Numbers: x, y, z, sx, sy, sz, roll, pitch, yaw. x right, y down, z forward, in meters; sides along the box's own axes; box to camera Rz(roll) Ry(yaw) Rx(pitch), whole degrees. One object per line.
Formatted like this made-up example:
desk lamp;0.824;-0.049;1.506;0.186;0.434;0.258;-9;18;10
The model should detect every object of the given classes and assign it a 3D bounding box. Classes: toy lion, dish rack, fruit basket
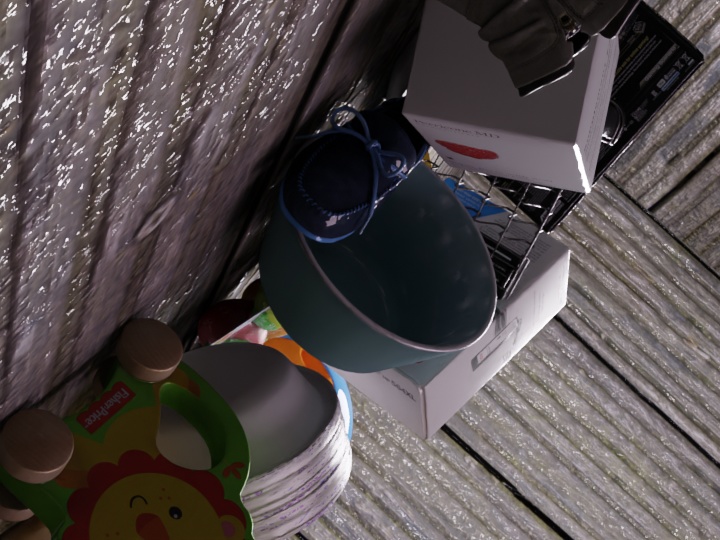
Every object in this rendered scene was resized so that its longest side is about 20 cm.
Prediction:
toy lion;-0.139;0.151;0.798;0.069;0.191;0.200;-50;177;38
dish rack;0.109;-0.083;1.009;0.054;0.153;0.201;-7;127;-64
fruit basket;-0.092;0.048;1.139;0.200;0.094;0.185;-40;-179;-14

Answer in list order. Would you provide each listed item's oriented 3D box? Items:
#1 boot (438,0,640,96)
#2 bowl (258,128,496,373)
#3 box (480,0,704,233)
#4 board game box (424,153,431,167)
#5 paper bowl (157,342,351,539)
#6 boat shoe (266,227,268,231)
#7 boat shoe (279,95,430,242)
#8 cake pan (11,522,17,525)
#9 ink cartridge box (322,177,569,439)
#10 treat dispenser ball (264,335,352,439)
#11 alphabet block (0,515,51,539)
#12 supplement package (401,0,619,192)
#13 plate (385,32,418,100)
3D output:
boot;0.113;-0.198;0.622;0.200;0.130;0.068;-50;177;28
bowl;0.000;0.000;0.945;0.105;0.201;0.201;-43;-179;39
box;0.176;-0.164;1.064;0.200;0.164;0.086;-50;176;20
board game box;0.021;-0.046;1.278;0.153;0.040;0.201;-50;-157;24
paper bowl;-0.112;0.131;0.963;0.199;0.105;0.201;-11;-157;5
boat shoe;-0.016;-0.062;1.077;0.074;0.068;0.199;-50;176;26
boat shoe;0.004;-0.092;0.885;0.069;0.084;0.200;-45;-174;37
cake pan;-0.245;0.179;1.100;0.201;0.037;0.200;-49;177;-4
ink cartridge box;0.068;0.029;1.068;0.200;0.146;0.085;-40;146;-25
treat dispenser ball;-0.108;0.163;1.322;0.201;0.201;0.201;-48;177;-3
alphabet block;-0.245;0.295;0.786;0.196;0.196;0.200;-33;180;14
supplement package;0.114;-0.137;0.859;0.200;0.120;0.121;22;81;-75
plate;0.083;-0.206;1.051;0.200;0.032;0.200;-48;177;-8
